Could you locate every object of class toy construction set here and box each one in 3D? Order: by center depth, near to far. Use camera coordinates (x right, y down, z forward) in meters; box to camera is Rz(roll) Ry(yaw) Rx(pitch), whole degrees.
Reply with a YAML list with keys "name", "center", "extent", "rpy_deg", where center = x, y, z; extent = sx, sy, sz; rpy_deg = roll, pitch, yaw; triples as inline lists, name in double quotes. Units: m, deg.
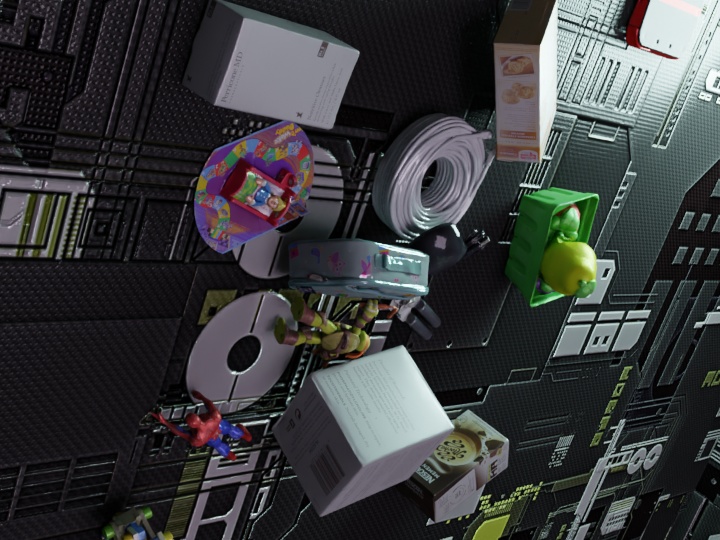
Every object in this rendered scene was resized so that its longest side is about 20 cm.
- name: "toy construction set"
  center: [-0.320, 0.422, 1.481]
  extent: [0.091, 0.131, 0.203]
  rpy_deg: [-8, 122, -42]

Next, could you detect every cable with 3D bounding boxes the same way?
- name: "cable"
  center: [0.105, -0.142, 1.590]
  extent: [0.198, 0.069, 0.202]
  rpy_deg: [5, 113, -48]

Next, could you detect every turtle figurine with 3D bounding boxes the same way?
- name: "turtle figurine"
  center: [-0.047, 0.101, 1.570]
  extent: [0.160, 0.065, 0.200]
  rpy_deg: [16, 143, -32]

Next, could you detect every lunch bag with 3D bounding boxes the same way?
- name: "lunch bag"
  center: [0.000, 0.000, 1.495]
  extent: [0.199, 0.159, 0.078]
  rpy_deg: [7, 86, -52]

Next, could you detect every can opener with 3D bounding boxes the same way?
- name: "can opener"
  center: [0.082, 0.061, 1.720]
  extent: [0.053, 0.066, 0.200]
  rpy_deg: [-52, 150, -2]

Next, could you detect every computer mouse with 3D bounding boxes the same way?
- name: "computer mouse"
  center: [0.132, -0.024, 1.624]
  extent: [0.137, 0.053, 0.200]
  rpy_deg: [-29, 166, 9]

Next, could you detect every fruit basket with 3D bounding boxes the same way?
- name: "fruit basket"
  center: [0.361, -0.027, 1.835]
  extent: [0.154, 0.215, 0.218]
  rpy_deg: [-16, 127, -38]

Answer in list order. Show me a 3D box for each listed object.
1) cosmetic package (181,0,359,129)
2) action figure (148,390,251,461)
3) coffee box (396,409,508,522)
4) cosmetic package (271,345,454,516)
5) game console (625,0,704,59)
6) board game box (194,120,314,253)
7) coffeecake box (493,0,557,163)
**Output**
- name: "cosmetic package"
  center: [-0.108, -0.250, 1.280]
  extent: [0.198, 0.081, 0.114]
  rpy_deg: [0, 118, -48]
- name: "action figure"
  center: [-0.229, 0.217, 1.501]
  extent: [0.066, 0.098, 0.200]
  rpy_deg: [-52, 164, -9]
- name: "coffee box"
  center: [0.174, 0.369, 1.981]
  extent: [0.199, 0.113, 0.081]
  rpy_deg: [-31, 135, -29]
- name: "cosmetic package"
  center: [0.002, 0.249, 1.636]
  extent: [0.198, 0.167, 0.168]
  rpy_deg: [-13, 150, -41]
- name: "game console"
  center: [0.555, -0.476, 1.870]
  extent: [0.198, 0.031, 0.179]
  rpy_deg: [0, 111, -47]
- name: "board game box"
  center: [-0.128, -0.105, 1.390]
  extent: [0.199, 0.039, 0.160]
  rpy_deg: [-28, 134, -32]
- name: "coffeecake box"
  center: [0.253, -0.292, 1.586]
  extent: [0.154, 0.072, 0.202]
  rpy_deg: [-66, 155, -45]
